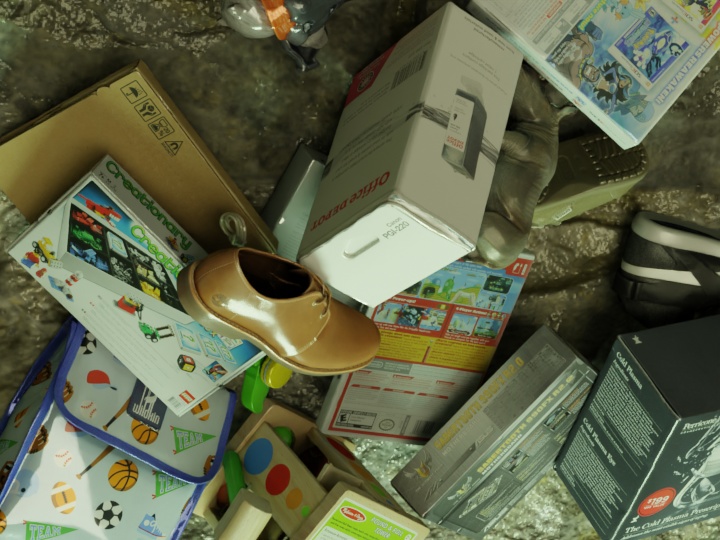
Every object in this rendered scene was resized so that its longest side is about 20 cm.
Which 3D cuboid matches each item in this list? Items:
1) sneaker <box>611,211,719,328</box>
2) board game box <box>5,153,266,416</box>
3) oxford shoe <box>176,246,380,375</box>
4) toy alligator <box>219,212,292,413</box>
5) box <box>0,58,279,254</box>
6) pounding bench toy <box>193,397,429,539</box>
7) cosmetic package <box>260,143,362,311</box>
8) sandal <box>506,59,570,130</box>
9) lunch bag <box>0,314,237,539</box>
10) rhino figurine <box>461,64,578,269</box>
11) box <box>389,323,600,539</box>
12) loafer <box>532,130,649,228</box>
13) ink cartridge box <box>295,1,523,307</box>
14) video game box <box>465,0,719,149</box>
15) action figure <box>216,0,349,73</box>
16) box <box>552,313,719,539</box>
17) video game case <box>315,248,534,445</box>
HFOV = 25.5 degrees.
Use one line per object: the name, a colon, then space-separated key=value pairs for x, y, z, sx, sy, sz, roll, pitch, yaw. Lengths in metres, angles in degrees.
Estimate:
sneaker: x=0.327 y=0.020 z=1.492 sx=0.200 sy=0.073 sz=0.112 roll=16 pitch=109 yaw=-13
board game box: x=-0.174 y=0.016 z=1.281 sx=0.200 sy=0.035 sz=0.126 roll=46 pitch=126 yaw=-12
oxford shoe: x=-0.046 y=0.032 z=1.245 sx=0.071 sy=0.071 sz=0.200 roll=-31 pitch=145 yaw=33
toy alligator: x=-0.081 y=0.029 z=1.319 sx=0.054 sy=0.059 sz=0.200 roll=-33 pitch=134 yaw=-38
box: x=-0.188 y=-0.056 z=1.298 sx=0.163 sy=0.021 sz=0.200 roll=-26 pitch=120 yaw=19
pounding bench toy: x=-0.074 y=0.195 z=1.366 sx=0.124 sy=0.156 sz=0.200 roll=-51 pitch=136 yaw=6
cosmetic package: x=0.000 y=0.000 z=1.390 sx=0.200 sy=0.052 sz=0.151 roll=26 pitch=105 yaw=-24
sandal: x=0.186 y=-0.178 z=1.379 sx=0.200 sy=0.055 sz=0.082 roll=-25 pitch=111 yaw=10
lunch bag: x=-0.217 y=0.155 z=1.352 sx=0.170 sy=0.124 sz=0.200 roll=31 pitch=85 yaw=-25
rhino figurine: x=0.123 y=-0.092 z=1.318 sx=0.087 sy=0.060 sz=0.200 roll=32 pitch=70 yaw=-20
box: x=0.136 y=0.153 z=1.450 sx=0.200 sy=0.048 sz=0.158 roll=-47 pitch=150 yaw=5
loafer: x=0.153 y=-0.069 z=1.390 sx=0.200 sy=0.076 sz=0.067 roll=-8 pitch=151 yaw=-8
ink cartridge box: x=0.039 y=-0.089 z=1.259 sx=0.085 sy=0.146 sz=0.200 roll=32 pitch=55 yaw=-20
video game box: x=0.219 y=-0.234 z=1.315 sx=0.182 sy=0.047 sz=0.200 roll=41 pitch=84 yaw=-1
action figure: x=-0.036 y=-0.258 z=1.251 sx=0.193 sy=0.105 sz=0.200 roll=-38 pitch=119 yaw=-10
box: x=0.307 y=0.140 z=1.452 sx=0.200 sy=0.104 sz=0.182 roll=-10 pitch=138 yaw=-28
video game case: x=0.057 y=0.061 z=1.391 sx=0.143 sy=0.017 sz=0.200 roll=10 pitch=111 yaw=-29
